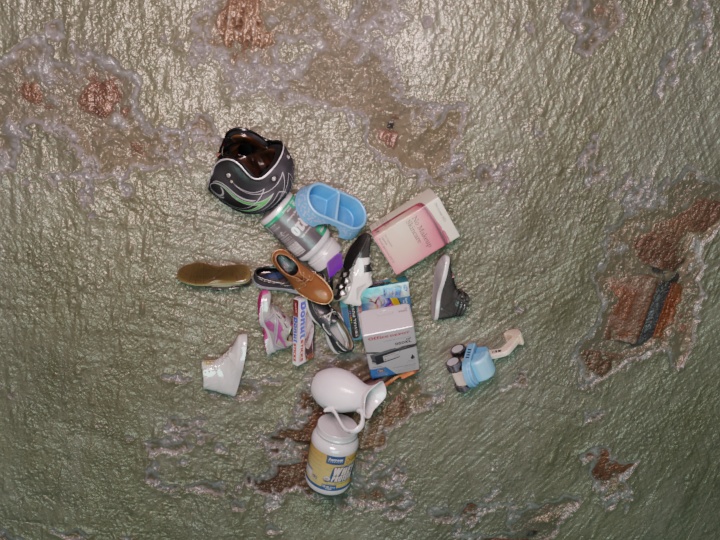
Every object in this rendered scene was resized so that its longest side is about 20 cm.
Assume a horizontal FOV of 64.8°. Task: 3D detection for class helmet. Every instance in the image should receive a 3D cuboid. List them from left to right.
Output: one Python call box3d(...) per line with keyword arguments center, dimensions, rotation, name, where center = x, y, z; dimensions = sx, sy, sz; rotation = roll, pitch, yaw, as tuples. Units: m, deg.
box3d(center=(-0.259, -0.233, 1.376), dimensions=(0.189, 0.200, 0.202), rotation=(20, 107, -16), name="helmet")

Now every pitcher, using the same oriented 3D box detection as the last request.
box3d(center=(-0.050, 0.364, 1.597), dimensions=(0.198, 0.172, 0.122), rotation=(9, 136, 31), name="pitcher")

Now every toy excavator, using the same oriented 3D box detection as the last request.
box3d(center=(0.370, 0.256, 1.658), dimensions=(0.198, 0.195, 0.101), rotation=(-13, 114, 29), name="toy excavator")

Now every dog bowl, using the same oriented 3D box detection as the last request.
box3d(center=(-0.069, -0.156, 1.450), dimensions=(0.198, 0.049, 0.113), rotation=(20, 62, -28), name="dog bowl")

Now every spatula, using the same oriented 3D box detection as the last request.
box3d(center=(-0.075, 0.019, 1.518), dimensions=(0.021, 0.201, 0.056), rotation=(40, 62, 14), name="spatula")

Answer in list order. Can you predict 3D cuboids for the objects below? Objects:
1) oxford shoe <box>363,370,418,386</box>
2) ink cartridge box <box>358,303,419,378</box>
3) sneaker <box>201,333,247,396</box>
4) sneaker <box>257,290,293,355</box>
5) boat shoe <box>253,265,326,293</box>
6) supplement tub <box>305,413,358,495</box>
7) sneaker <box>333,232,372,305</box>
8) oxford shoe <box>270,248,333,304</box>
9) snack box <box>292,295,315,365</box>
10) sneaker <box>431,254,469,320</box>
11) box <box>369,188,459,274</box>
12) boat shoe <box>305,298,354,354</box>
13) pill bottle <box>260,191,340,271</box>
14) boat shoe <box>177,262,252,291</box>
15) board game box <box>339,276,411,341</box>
box3d(center=(0.075, 0.299, 1.678), dimensions=(0.198, 0.071, 0.073), rotation=(-25, 91, -1), name="oxford shoe")
box3d(center=(0.081, 0.198, 1.569), dimensions=(0.143, 0.085, 0.201), rotation=(-11, 134, 1), name="ink cartridge box")
box3d(center=(-0.389, 0.262, 1.603), dimensions=(0.114, 0.074, 0.202), rotation=(14, 109, -14), name="sneaker")
box3d(center=(-0.235, 0.138, 1.573), dimensions=(0.087, 0.082, 0.202), rotation=(-11, 123, -6), name="sneaker")
box3d(center=(-0.191, 0.015, 1.529), dimensions=(0.198, 0.071, 0.066), rotation=(5, 151, -1), name="boat shoe")
box3d(center=(-0.084, 0.548, 1.700), dimensions=(0.143, 0.145, 0.202), rotation=(8, 109, -9), name="supplement tub")
box3d(center=(0.000, 0.000, 1.538), dimensions=(0.088, 0.074, 0.202), rotation=(23, 84, -27), name="sneaker")
box3d(center=(-0.151, 0.023, 1.469), dimensions=(0.199, 0.071, 0.072), rotation=(39, 87, -12), name="oxford shoe")
box3d(center=(-0.158, 0.164, 1.595), dimensions=(0.024, 0.072, 0.202), rotation=(18, 114, 35), name="snack box")
box3d(center=(0.259, 0.048, 1.599), dimensions=(0.098, 0.071, 0.202), rotation=(0, 116, -8), name="sneaker")
box3d(center=(0.141, -0.104, 1.507), dimensions=(0.199, 0.109, 0.128), rotation=(-32, 110, 6), name="box")
box3d(center=(-0.080, 0.140, 1.563), dimensions=(0.076, 0.060, 0.201), rotation=(-44, 109, -36), name="boat shoe")
box3d(center=(-0.152, -0.098, 1.476), dimensions=(0.113, 0.113, 0.200), rotation=(-43, 109, 10), name="pill bottle")
box3d(center=(-0.388, 0.024, 1.519), dimensions=(0.198, 0.074, 0.065), rotation=(3, 146, 5), name="boat shoe")
box3d(center=(0.044, 0.109, 1.607), dimensions=(0.198, 0.047, 0.153), rotation=(-10, 110, -3), name="board game box")
